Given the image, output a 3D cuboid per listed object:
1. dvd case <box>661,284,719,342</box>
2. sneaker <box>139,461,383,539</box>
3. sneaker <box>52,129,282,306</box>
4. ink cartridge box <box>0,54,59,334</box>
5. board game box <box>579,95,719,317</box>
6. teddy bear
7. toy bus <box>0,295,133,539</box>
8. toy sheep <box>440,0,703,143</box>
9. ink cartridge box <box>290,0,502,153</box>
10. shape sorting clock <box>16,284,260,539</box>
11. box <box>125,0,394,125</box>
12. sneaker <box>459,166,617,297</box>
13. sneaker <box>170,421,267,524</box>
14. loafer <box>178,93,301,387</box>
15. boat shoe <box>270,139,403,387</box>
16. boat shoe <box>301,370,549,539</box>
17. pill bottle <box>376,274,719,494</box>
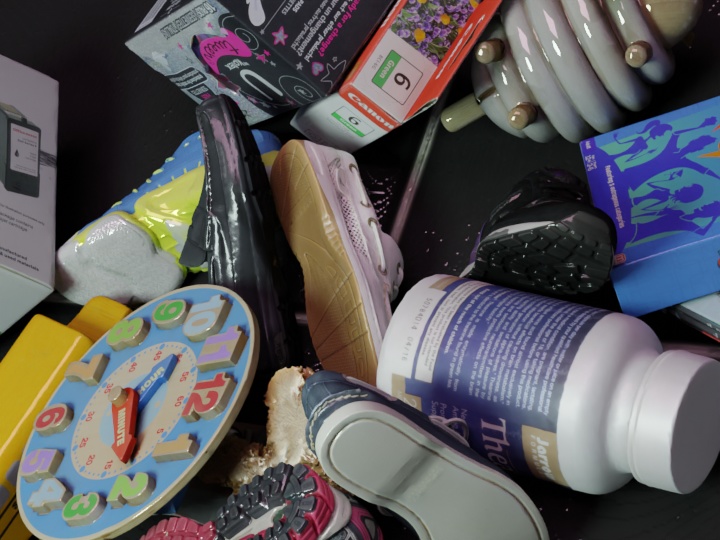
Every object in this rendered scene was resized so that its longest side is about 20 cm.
[{"bbox_3d":[0.295,0.011,1.240,0.146,0.022,0.200,-36,37,-16],"label":"dvd case"},{"bbox_3d":[-0.075,0.186,1.230,0.200,0.075,0.081,-28,43,36],"label":"sneaker"},{"bbox_3d":[-0.134,-0.043,1.510,0.199,0.076,0.105,-20,33,13],"label":"sneaker"},{"bbox_3d":[-0.298,-0.046,1.539,0.146,0.084,0.201,-37,43,35],"label":"ink cartridge box"},{"bbox_3d":[0.247,-0.057,1.304,0.199,0.045,0.152,-18,34,9],"label":"board game box"},{"bbox_3d":[-0.049,0.159,1.295,0.144,0.067,0.201,11,89,27],"label":"teddy bear"},{"bbox_3d":[-0.225,0.103,1.435,0.065,0.078,0.200,20,69,35],"label":"toy bus"},{"bbox_3d":[0.140,-0.148,1.399,0.199,0.138,0.138,-23,51,17],"label":"toy sheep"},{"bbox_3d":[0.026,-0.150,1.432,0.109,0.050,0.200,-57,11,-18],"label":"ink cartridge box"},{"bbox_3d":[-0.145,0.089,1.317,0.199,0.039,0.201,-25,38,22],"label":"shape sorting clock"},{"bbox_3d":[-0.066,-0.190,1.483,0.132,0.115,0.200,-56,16,-16],"label":"box"},{"bbox_3d":[0.113,-0.033,1.295,0.075,0.200,0.088,23,76,-9],"label":"sneaker"},{"bbox_3d":[-0.109,0.127,1.360,0.199,0.082,0.077,-2,57,25],"label":"sneaker"},{"bbox_3d":[-0.092,-0.019,1.408,0.070,0.068,0.202,-10,92,10],"label":"loafer"},{"bbox_3d":[0.000,0.000,1.403,0.071,0.069,0.201,-41,58,48],"label":"boat shoe"},{"bbox_3d":[0.037,0.123,1.224,0.075,0.200,0.062,-48,36,13],"label":"boat shoe"},{"bbox_3d":[0.119,0.074,1.267,0.199,0.111,0.111,13,64,32],"label":"pill bottle"}]
